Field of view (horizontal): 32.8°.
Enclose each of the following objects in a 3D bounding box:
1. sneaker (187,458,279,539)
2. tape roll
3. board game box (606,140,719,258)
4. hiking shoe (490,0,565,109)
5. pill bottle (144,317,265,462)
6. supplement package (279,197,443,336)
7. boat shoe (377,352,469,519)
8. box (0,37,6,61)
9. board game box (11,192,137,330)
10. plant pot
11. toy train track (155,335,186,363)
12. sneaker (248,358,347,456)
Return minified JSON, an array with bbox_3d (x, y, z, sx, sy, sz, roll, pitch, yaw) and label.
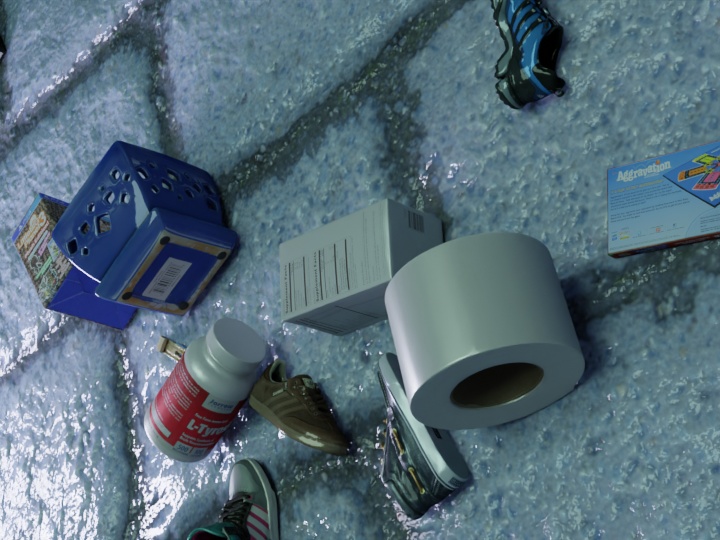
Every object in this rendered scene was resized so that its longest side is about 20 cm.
[{"bbox_3d":[-0.176,0.341,1.636,0.083,0.120,0.202,-34,54,32],"label":"sneaker"},{"bbox_3d":[0.135,0.070,1.360,0.202,0.201,0.141,-35,54,31],"label":"tape roll"},{"bbox_3d":[0.355,-0.081,1.323,0.198,0.019,0.105,-12,69,42],"label":"board game box"},{"bbox_3d":[0.214,-0.302,1.516,0.086,0.074,0.203,-9,79,35],"label":"hiking shoe"},{"bbox_3d":[-0.216,0.167,1.728,0.201,0.111,0.113,-55,45,28],"label":"pill bottle"},{"bbox_3d":[0.000,0.000,1.584,0.198,0.113,0.111,-20,63,39],"label":"supplement package"},{"bbox_3d":[0.050,0.199,1.492,0.091,0.070,0.202,-43,52,20],"label":"boat shoe"},{"bbox_3d":[-0.866,-0.489,2.629,0.149,0.123,0.201,-50,48,20],"label":"box"},{"bbox_3d":[-0.462,-0.014,2.024,0.097,0.158,0.200,-53,46,16],"label":"board game box"},{"bbox_3d":[-0.319,-0.049,1.872,0.201,0.199,0.180,-50,53,19],"label":"plant pot"},{"bbox_3d":[-0.261,0.139,1.858,0.199,0.032,0.116,23,93,48],"label":"toy train track"},{"bbox_3d":[-0.080,0.179,1.634,0.199,0.070,0.076,25,93,46],"label":"sneaker"}]
